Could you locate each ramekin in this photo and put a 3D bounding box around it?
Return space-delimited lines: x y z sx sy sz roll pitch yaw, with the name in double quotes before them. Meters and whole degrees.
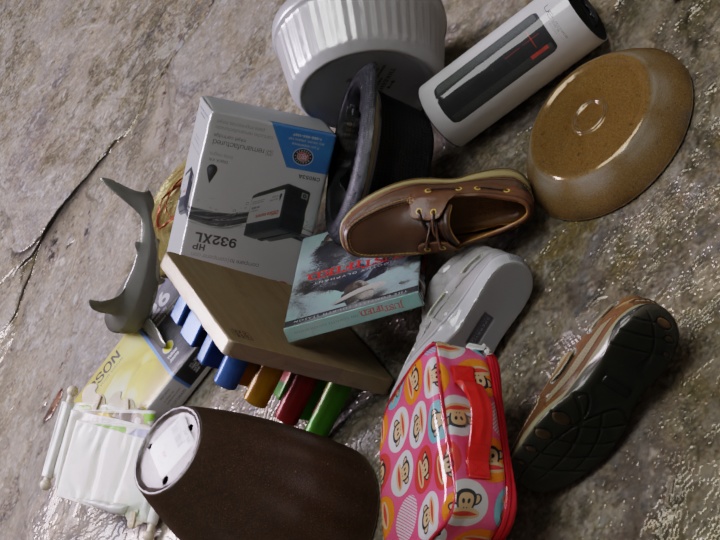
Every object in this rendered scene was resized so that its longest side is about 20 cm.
"ramekin" 0.003 -0.238 1.891 0.202 0.202 0.095 -27 56 32

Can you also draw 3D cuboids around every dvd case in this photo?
"dvd case" 0.000 0.000 1.745 0.145 0.022 0.200 -15 27 13

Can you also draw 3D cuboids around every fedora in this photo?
"fedora" 0.025 -0.119 1.796 0.201 0.091 0.202 -169 90 -79

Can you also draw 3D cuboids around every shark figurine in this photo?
"shark figurine" -0.275 0.009 1.961 0.128 0.089 0.215 51 137 43

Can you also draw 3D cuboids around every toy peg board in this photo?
"toy peg board" -0.104 0.087 1.756 0.098 0.198 0.200 -64 34 15

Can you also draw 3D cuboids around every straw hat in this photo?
"straw hat" -0.167 -0.056 2.021 0.201 0.085 0.202 -28 42 30

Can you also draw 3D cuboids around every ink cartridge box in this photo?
"ink cartridge box" -0.123 -0.076 1.864 0.084 0.144 0.201 -127 49 -68
"ink cartridge box" -0.261 0.109 2.031 0.198 0.047 0.200 -53 38 5

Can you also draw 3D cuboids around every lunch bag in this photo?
"lunch bag" 0.079 0.166 1.510 0.176 0.082 0.201 117 156 -46

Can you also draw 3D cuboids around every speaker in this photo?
"speaker" 0.161 -0.219 1.788 0.200 0.081 0.081 -35 40 24

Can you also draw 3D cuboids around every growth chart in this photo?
"growth chart" -0.286 0.212 1.936 0.199 0.018 0.145 16 80 34

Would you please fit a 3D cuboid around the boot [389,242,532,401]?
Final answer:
"boot" 0.086 0.063 1.665 0.200 0.074 0.096 -51 26 -4

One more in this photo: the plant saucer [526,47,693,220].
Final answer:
"plant saucer" 0.236 -0.145 1.680 0.200 0.035 0.201 -29 43 31

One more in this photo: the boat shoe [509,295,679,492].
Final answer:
"boat shoe" 0.202 0.106 1.492 0.200 0.076 0.074 -50 20 10

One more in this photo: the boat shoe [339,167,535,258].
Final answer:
"boat shoe" 0.077 -0.053 1.683 0.199 0.072 0.068 -13 20 1

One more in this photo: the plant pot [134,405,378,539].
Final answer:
"plant pot" -0.116 0.214 1.647 0.187 0.200 0.188 -29 42 30
